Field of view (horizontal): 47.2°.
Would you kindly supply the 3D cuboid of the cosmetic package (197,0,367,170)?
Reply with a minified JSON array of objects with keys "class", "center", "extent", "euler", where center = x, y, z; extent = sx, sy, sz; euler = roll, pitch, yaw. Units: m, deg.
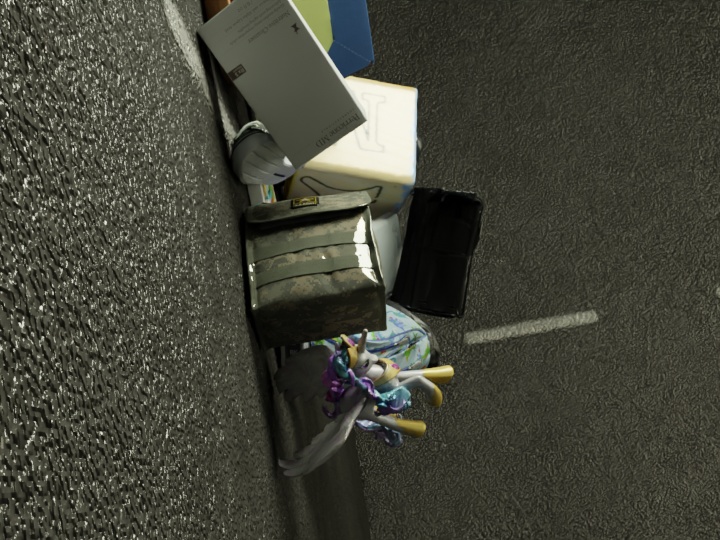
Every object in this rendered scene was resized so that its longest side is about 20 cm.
[{"class":"cosmetic package","center":[-0.090,-0.236,0.988],"extent":[0.200,0.112,0.081],"euler":[53,9,-15]}]

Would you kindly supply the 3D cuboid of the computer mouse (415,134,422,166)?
[{"class":"computer mouse","center":[0.065,-0.169,1.543],"extent":[0.059,0.034,0.201],"euler":[59,-42,45]}]

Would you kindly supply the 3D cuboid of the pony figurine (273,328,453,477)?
[{"class":"pony figurine","center":[-0.004,0.154,1.005],"extent":[0.199,0.193,0.167],"euler":[27,33,-39]}]

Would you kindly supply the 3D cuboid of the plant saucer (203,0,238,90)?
[{"class":"plant saucer","center":[-0.177,-0.335,1.101],"extent":[0.200,0.037,0.202],"euler":[-9,90,-89]}]

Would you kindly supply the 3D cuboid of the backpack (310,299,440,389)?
[{"class":"backpack","center":[0.007,0.118,1.258],"extent":[0.163,0.199,0.155],"euler":[31,-44,32]}]

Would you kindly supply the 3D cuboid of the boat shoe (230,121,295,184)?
[{"class":"boat shoe","center":[-0.137,-0.157,1.080],"extent":[0.071,0.072,0.200],"euler":[56,2,4]}]

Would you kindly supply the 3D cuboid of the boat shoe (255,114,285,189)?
[{"class":"boat shoe","center":[-0.142,-0.222,1.389],"extent":[0.074,0.063,0.203],"euler":[-104,-170,-51]}]

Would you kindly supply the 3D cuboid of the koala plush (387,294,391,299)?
[{"class":"koala plush","center":[-0.030,0.033,1.475],"extent":[0.184,0.198,0.179],"euler":[-99,180,-66]}]

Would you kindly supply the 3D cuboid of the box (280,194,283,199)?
[{"class":"box","center":[-0.077,-0.054,1.660],"extent":[0.200,0.043,0.161],"euler":[53,-9,37]}]

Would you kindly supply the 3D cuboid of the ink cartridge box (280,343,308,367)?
[{"class":"ink cartridge box","center":[-0.099,0.029,1.227],"extent":[0.198,0.043,0.202],"euler":[-98,-175,-79]}]

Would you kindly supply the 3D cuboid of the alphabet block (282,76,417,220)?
[{"class":"alphabet block","center":[-0.022,-0.205,1.438],"extent":[0.196,0.198,0.198],"euler":[122,-26,-62]}]

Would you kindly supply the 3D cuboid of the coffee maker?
[{"class":"coffee maker","center":[0.120,-0.029,1.345],"extent":[0.192,0.133,0.202],"euler":[6,94,-79]}]

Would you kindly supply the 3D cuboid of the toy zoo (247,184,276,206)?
[{"class":"toy zoo","center":[-0.143,-0.097,1.225],"extent":[0.200,0.020,0.132],"euler":[-98,178,-69]}]

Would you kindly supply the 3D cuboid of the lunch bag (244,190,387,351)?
[{"class":"lunch bag","center":[-0.058,-0.020,1.029],"extent":[0.118,0.162,0.201],"euler":[85,-4,-53]}]

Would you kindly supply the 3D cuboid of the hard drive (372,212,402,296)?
[{"class":"hard drive","center":[0.000,0.000,1.363],"extent":[0.199,0.026,0.133],"euler":[-31,121,-41]}]

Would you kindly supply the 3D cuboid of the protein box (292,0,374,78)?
[{"class":"protein box","center":[-0.100,-0.404,1.238],"extent":[0.200,0.134,0.200],"euler":[38,-30,41]}]

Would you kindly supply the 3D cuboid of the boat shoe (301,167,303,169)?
[{"class":"boat shoe","center":[-0.090,-0.198,1.201],"extent":[0.200,0.068,0.073],"euler":[120,-35,-61]}]
